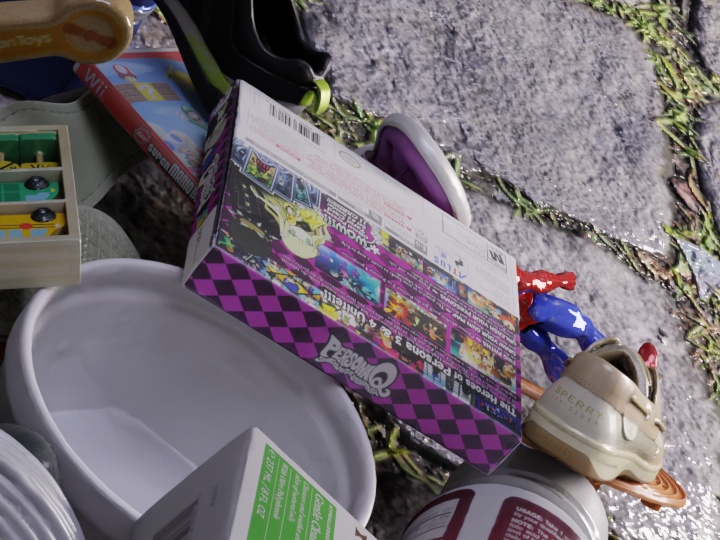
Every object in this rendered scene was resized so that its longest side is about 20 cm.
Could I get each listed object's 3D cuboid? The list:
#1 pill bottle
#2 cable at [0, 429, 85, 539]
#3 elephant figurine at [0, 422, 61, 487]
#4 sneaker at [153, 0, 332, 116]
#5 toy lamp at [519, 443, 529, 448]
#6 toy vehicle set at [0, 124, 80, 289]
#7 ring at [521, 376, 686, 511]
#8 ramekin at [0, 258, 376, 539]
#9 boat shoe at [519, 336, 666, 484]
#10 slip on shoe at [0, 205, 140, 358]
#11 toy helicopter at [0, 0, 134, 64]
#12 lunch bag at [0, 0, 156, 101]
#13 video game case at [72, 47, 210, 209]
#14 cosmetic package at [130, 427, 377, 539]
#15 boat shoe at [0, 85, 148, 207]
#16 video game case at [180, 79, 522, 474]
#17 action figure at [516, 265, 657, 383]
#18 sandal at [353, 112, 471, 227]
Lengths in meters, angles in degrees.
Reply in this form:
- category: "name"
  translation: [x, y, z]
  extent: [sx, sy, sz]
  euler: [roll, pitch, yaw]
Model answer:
- category: "pill bottle"
  translation: [0.062, 0.183, 1.313]
  extent: [0.114, 0.114, 0.200]
  euler: [35, 33, -3]
- category: "cable"
  translation: [-0.201, 0.150, 1.035]
  extent: [0.200, 0.200, 0.069]
  euler: [32, -5, -18]
- category: "elephant figurine"
  translation: [-0.205, 0.097, 1.136]
  extent: [0.141, 0.155, 0.200]
  euler: [-17, 52, -41]
- category: "sneaker"
  translation: [-0.074, -0.172, 1.457]
  extent: [0.072, 0.083, 0.200]
  euler: [-21, 79, -53]
- category: "toy lamp"
  translation: [0.144, 0.176, 1.452]
  extent: [0.200, 0.058, 0.058]
  euler: [43, 33, 9]
- category: "toy vehicle set"
  translation: [-0.242, -0.030, 1.269]
  extent: [0.199, 0.027, 0.124]
  euler: [-3, 30, -10]
- category: "ring"
  translation: [0.101, 0.090, 1.486]
  extent: [0.200, 0.019, 0.200]
  euler: [29, 6, -4]
- category: "ramekin"
  translation: [-0.102, 0.101, 1.267]
  extent: [0.200, 0.105, 0.200]
  euler: [25, 34, -18]
- category: "boat shoe"
  translation: [0.141, 0.074, 1.412]
  extent: [0.072, 0.065, 0.200]
  euler: [31, 6, 16]
- category: "slip on shoe"
  translation: [-0.173, 0.010, 1.355]
  extent: [0.200, 0.061, 0.074]
  euler: [-15, 81, -65]
- category: "toy helicopter"
  translation: [-0.222, -0.133, 1.361]
  extent: [0.199, 0.133, 0.079]
  euler: [-7, 41, 0]
- category: "lunch bag"
  translation: [-0.202, -0.199, 1.520]
  extent: [0.200, 0.132, 0.136]
  euler: [20, 36, -24]
- category: "video game case"
  translation: [-0.058, -0.056, 1.457]
  extent: [0.200, 0.017, 0.143]
  euler: [48, 29, 21]
- category: "cosmetic package"
  translation: [-0.012, 0.181, 1.125]
  extent: [0.200, 0.085, 0.108]
  euler: [43, 23, -18]
- category: "boat shoe"
  translation: [-0.176, -0.063, 1.445]
  extent: [0.201, 0.060, 0.072]
  euler: [-33, 96, -56]
- category: "video game case"
  translation: [0.000, 0.000, 1.375]
  extent: [0.200, 0.036, 0.181]
  euler: [32, 28, -18]
- category: "action figure"
  translation: [0.103, 0.026, 1.547]
  extent: [0.200, 0.065, 0.052]
  euler: [32, 46, -43]
- category: "sandal"
  translation: [0.020, -0.043, 1.539]
  extent: [0.083, 0.050, 0.203]
  euler: [53, -10, -1]
